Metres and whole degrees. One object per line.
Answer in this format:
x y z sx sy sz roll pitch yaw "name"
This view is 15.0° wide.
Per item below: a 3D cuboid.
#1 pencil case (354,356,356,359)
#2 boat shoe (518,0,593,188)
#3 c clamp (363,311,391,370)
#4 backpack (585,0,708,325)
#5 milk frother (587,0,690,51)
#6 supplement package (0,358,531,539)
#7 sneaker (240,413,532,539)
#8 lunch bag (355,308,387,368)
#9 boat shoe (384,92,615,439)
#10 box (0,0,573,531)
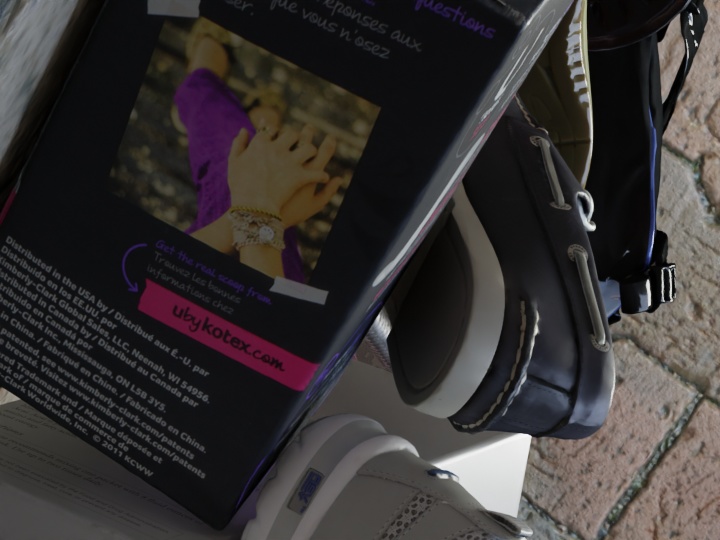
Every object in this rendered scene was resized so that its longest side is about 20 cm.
-0.015 0.085 1.203 0.083 0.200 0.087 -32 -179 -19 "pencil case"
0.050 -0.082 1.018 0.063 0.073 0.201 -87 179 -57 "boat shoe"
0.000 0.000 1.140 0.200 0.027 0.171 48 32 -61 "c clamp"
0.086 -0.045 1.412 0.191 0.154 0.200 99 1 -64 "backpack"
0.171 -0.183 1.241 0.181 0.200 0.188 -63 173 26 "milk frother"
-0.051 0.107 0.910 0.200 0.121 0.120 -14 118 -52 "supplement package"
-0.011 0.147 0.800 0.075 0.082 0.200 5 103 -56 "sneaker"
-0.020 0.086 1.334 0.200 0.164 0.118 -53 171 -20 "lunch bag"
0.045 -0.010 0.906 0.073 0.063 0.200 -60 -162 28 "boat shoe"
-0.022 -0.045 0.797 0.200 0.106 0.122 -58 176 33 "box"
